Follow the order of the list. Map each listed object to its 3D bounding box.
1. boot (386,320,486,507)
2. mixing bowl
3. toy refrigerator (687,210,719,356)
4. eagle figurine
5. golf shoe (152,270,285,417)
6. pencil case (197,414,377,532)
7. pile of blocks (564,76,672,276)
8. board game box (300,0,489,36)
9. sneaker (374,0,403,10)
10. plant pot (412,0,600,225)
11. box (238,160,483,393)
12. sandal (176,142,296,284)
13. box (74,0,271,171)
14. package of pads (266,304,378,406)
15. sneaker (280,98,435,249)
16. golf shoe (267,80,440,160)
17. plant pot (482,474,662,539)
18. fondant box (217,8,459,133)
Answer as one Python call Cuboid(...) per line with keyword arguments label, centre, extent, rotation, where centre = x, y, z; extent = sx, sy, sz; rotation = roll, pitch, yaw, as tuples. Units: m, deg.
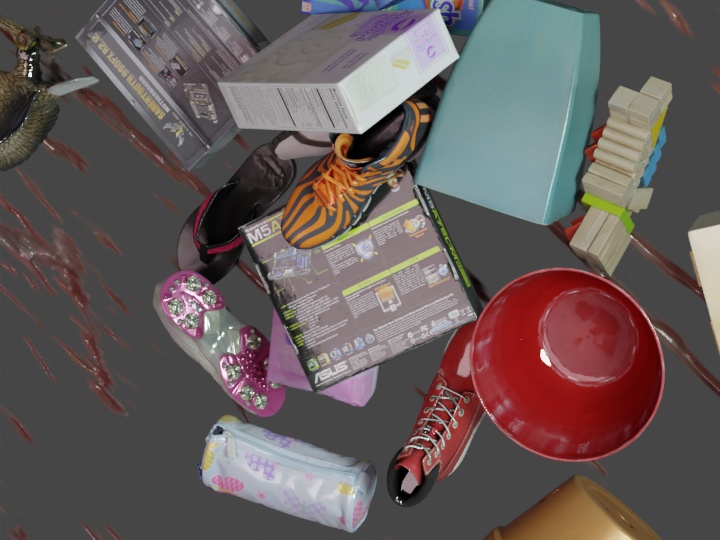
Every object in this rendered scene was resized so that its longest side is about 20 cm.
Cuboid(label="boot", centre=(0.090, 0.149, 1.714), extent=(0.072, 0.144, 0.201), rotation=(25, 111, 15))
Cuboid(label="mixing bowl", centre=(0.221, 0.083, 1.662), extent=(0.199, 0.108, 0.202), rotation=(6, 106, 21))
Cuboid(label="toy refrigerator", centre=(0.380, 0.043, 1.606), extent=(0.069, 0.076, 0.202), rotation=(-12, 100, 24))
Cuboid(label="eagle figurine", centre=(-0.402, -0.180, 1.824), extent=(0.151, 0.151, 0.201), rotation=(31, 99, 50))
Cuboid(label="golf shoe", centre=(-0.161, 0.082, 1.844), extent=(0.201, 0.075, 0.091), rotation=(53, 157, -14))
Cuboid(label="pencil case", centre=(-0.080, 0.226, 1.835), extent=(0.199, 0.083, 0.091), rotation=(17, 132, 16))
Cuboid(label="pile of blocks", centre=(0.253, -0.099, 1.625), extent=(0.062, 0.082, 0.201), rotation=(25, 103, 29))
Cuboid(label="board game box", centre=(0.042, -0.325, 1.656), extent=(0.198, 0.045, 0.153), rotation=(10, 107, 18))
Cuboid(label="sneaker", centre=(0.078, -0.337, 1.580), extent=(0.199, 0.070, 0.078), rotation=(-37, 88, 18))
Cuboid(label="plant pot", centre=(0.160, -0.167, 1.605), extent=(0.140, 0.141, 0.202), rotation=(19, 104, 16))
Cuboid(label="box", centre=(0.000, 0.000, 1.681), extent=(0.199, 0.047, 0.194), rotation=(-26, 87, 18))
Cuboid(label="sandal", centre=(-0.147, -0.060, 1.804), extent=(0.075, 0.045, 0.200), rotation=(42, 115, 5))
Cuboid(label="box", centre=(-0.192, -0.234, 1.772), extent=(0.200, 0.048, 0.158), rotation=(49, 116, 3))
Cuboid(label="package of pads", centre=(-0.032, 0.038, 1.769), extent=(0.120, 0.076, 0.202), rotation=(12, 109, 15))
Cuboid(label="sneaker", centre=(-0.018, -0.099, 1.593), extent=(0.200, 0.112, 0.078), rotation=(-46, 78, 15))
Cuboid(label="golf shoe", centre=(-0.003, -0.133, 1.710), extent=(0.199, 0.078, 0.095), rotation=(-15, 99, 26))
Cuboid(label="plant pot", centre=(0.231, 0.309, 1.686), extent=(0.200, 0.200, 0.140), rotation=(40, 99, 7))
Cuboid(label="fondant box", centre=(-0.024, -0.195, 1.586), extent=(0.199, 0.144, 0.059), rotation=(9, 131, 50))
